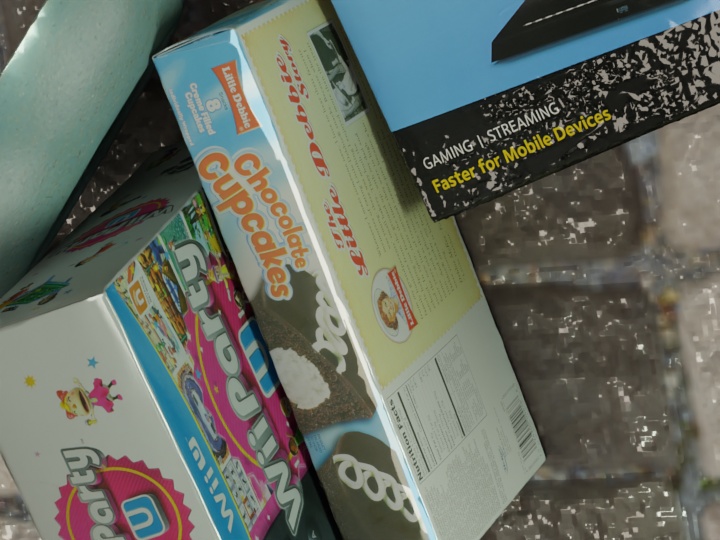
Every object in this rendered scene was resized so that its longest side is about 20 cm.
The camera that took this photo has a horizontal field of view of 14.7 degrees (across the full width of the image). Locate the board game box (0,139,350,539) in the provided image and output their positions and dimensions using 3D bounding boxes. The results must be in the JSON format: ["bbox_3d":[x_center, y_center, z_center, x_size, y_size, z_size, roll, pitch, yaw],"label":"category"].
[{"bbox_3d":[-0.052,0.046,0.963,0.064,0.200,0.148,-18,105,21],"label":"board game box"}]

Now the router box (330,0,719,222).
[{"bbox_3d":[0.084,-0.122,0.946,0.199,0.051,0.150,-23,95,26],"label":"router box"}]

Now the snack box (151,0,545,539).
[{"bbox_3d":[0.000,0.000,0.983,0.037,0.116,0.201,-17,99,25],"label":"snack box"}]

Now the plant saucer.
[{"bbox_3d":[-0.106,-0.051,0.969,0.039,0.201,0.202,30,116,-3],"label":"plant saucer"}]
